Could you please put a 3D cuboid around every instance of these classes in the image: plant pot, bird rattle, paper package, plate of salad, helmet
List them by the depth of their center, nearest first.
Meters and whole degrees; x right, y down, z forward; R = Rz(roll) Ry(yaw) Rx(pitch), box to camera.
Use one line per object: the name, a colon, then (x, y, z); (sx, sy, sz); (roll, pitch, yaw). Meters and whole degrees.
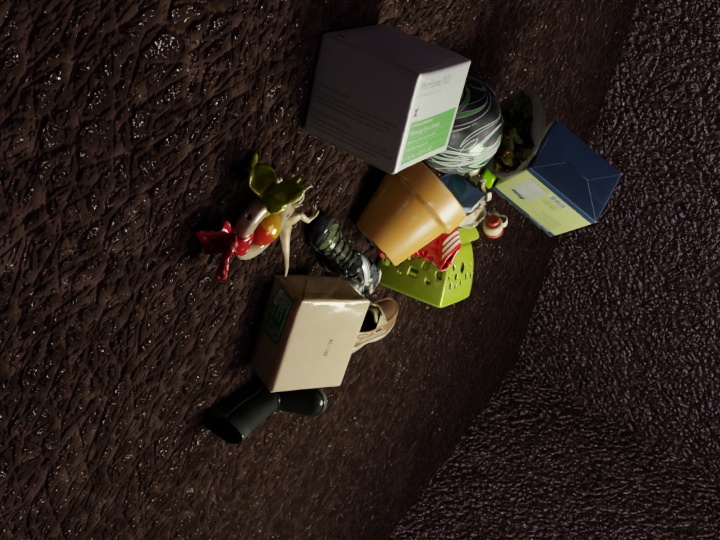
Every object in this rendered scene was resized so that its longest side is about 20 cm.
bird rattle: (-0.162, -0.068, 1.307); (0.203, 0.111, 0.163); (-60, 164, -2)
paper package: (-0.100, 0.122, 1.601); (0.188, 0.103, 0.204); (1, 117, -44)
plant pot: (0.093, -0.120, 1.751); (0.183, 0.200, 0.200); (-45, 158, 1)
helmet: (0.212, -0.308, 1.807); (0.203, 0.195, 0.193); (90, 18, -50)
plate of salad: (0.333, -0.308, 1.844); (0.047, 0.200, 0.204); (14, 105, -32)
plant pot: (0.168, -0.040, 1.996); (0.199, 0.195, 0.186); (-16, 123, -60)

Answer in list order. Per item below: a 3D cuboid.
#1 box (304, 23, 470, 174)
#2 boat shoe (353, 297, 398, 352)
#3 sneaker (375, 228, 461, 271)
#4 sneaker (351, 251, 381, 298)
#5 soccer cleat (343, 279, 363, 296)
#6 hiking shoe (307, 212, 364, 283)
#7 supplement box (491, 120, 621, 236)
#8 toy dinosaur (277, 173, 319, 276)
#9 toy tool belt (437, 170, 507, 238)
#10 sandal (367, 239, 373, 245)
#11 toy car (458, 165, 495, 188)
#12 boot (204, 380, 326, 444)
box: (0.046, -0.296, 1.393); (0.198, 0.197, 0.175); (-29, 140, -52)
boat shoe: (0.023, 0.106, 1.742); (0.199, 0.076, 0.072); (-35, 164, -46)
sneaker: (0.134, -0.044, 1.860); (0.196, 0.118, 0.078); (-24, 161, 18)
sneaker: (0.000, 0.000, 1.802); (0.080, 0.078, 0.201); (-47, 165, -23)
soccer cleat: (-0.027, 0.083, 1.801); (0.201, 0.084, 0.071); (72, 28, -61)
hiking shoe: (-0.037, -0.042, 1.629); (0.077, 0.099, 0.201); (-57, 158, -14)
supplement box: (0.443, -0.203, 1.889); (0.136, 0.198, 0.199); (-56, -170, -15)
toy dinosaur: (-0.128, -0.098, 1.444); (0.100, 0.058, 0.203); (-32, 138, -27)
toy tool belt: (0.242, -0.164, 1.891); (0.125, 0.198, 0.124); (-42, 146, -22)
sandal: (0.084, -0.137, 1.877); (0.203, 0.044, 0.075); (-59, 158, -12)
toy car: (0.273, -0.273, 2.030); (0.160, 0.162, 0.200); (-57, 171, -12)
boot: (-0.180, 0.271, 1.591); (0.199, 0.161, 0.068); (-23, 117, -58)
